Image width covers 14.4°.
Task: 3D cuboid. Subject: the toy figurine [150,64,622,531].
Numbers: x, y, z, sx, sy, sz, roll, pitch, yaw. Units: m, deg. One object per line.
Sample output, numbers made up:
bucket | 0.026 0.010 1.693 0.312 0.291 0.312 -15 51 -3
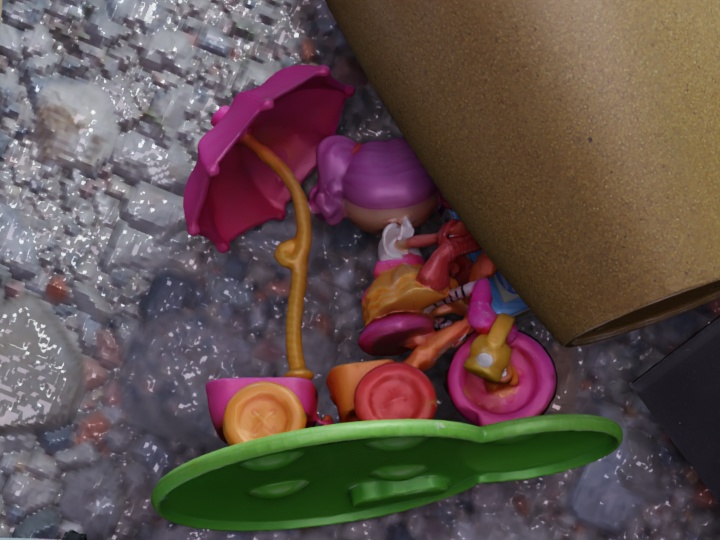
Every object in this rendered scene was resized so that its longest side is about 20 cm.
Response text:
toy figurine | 0.000 0.000 1.212 0.199 0.150 0.185 -8 73 1

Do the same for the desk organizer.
desk organizer | 0.209 0.018 1.186 0.077 0.200 0.072 -32 83 -40

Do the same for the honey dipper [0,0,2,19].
honey dipper | -0.169 -0.091 1.263 0.038 0.038 0.201 4 84 -4

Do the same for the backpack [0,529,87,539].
backpack | -0.134 0.194 1.163 0.199 0.153 0.177 7 86 4

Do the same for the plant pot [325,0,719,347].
plant pot | 0.093 -0.078 1.164 0.185 0.186 0.201 -19 82 -7

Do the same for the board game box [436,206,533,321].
board game box | 0.081 -0.090 1.280 0.134 0.034 0.201 -21 83 -7
